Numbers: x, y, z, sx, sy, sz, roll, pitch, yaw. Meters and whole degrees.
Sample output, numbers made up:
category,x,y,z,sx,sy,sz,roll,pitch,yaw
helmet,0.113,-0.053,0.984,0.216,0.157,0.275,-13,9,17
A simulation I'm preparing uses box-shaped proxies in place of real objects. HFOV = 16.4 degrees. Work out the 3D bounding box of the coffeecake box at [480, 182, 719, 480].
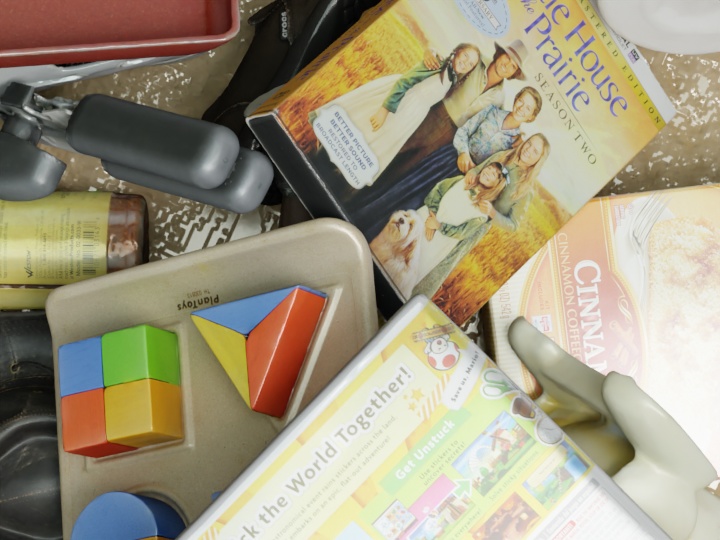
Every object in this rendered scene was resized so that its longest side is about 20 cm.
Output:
category,x,y,z,sx,sy,sz,roll,pitch,yaw
coffeecake box,0.167,0.034,1.314,0.200,0.073,0.154,-7,89,-1

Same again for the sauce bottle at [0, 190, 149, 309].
category,x,y,z,sx,sy,sz,roll,pitch,yaw
sauce bottle,-0.211,-0.012,1.312,0.200,0.066,0.066,2,89,-2

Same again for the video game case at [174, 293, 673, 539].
category,x,y,z,sx,sy,sz,roll,pitch,yaw
video game case,0.021,0.143,1.115,0.182,0.023,0.200,45,85,-2

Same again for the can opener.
category,x,y,z,sx,sy,sz,roll,pitch,yaw
can opener,-0.125,-0.055,1.256,0.053,0.200,0.066,34,74,-43

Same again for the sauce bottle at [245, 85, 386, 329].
category,x,y,z,sx,sy,sz,roll,pitch,yaw
sauce bottle,0.000,0.000,1.262,0.065,0.065,0.200,-23,111,-1

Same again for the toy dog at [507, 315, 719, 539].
category,x,y,z,sx,sy,sz,roll,pitch,yaw
toy dog,0.076,0.151,1.219,0.200,0.140,0.194,-46,126,-5

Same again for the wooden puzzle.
category,x,y,z,sx,sy,sz,roll,pitch,yaw
wooden puzzle,-0.074,0.088,1.183,0.185,0.046,0.200,-14,76,28

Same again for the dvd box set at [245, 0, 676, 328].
category,x,y,z,sx,sy,sz,roll,pitch,yaw
dvd box set,0.055,-0.076,1.236,0.200,0.029,0.146,-42,107,-28

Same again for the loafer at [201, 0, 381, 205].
category,x,y,z,sx,sy,sz,roll,pitch,yaw
loafer,-0.025,-0.131,1.311,0.071,0.073,0.200,24,73,36

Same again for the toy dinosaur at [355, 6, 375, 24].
category,x,y,z,sx,sy,sz,roll,pitch,yaw
toy dinosaur,0.027,-0.127,1.287,0.060,0.106,0.200,6,119,21

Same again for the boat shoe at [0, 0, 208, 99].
category,x,y,z,sx,sy,sz,roll,pitch,yaw
boat shoe,-0.167,-0.124,1.312,0.200,0.069,0.072,-3,89,-1

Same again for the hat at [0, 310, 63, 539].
category,x,y,z,sx,sy,sz,roll,pitch,yaw
hat,-0.172,0.114,1.286,0.200,0.081,0.201,1,98,7

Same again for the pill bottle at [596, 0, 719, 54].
category,x,y,z,sx,sy,sz,roll,pitch,yaw
pill bottle,0.165,-0.220,1.271,0.111,0.111,0.200,-3,61,-1

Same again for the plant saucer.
category,x,y,z,sx,sy,sz,roll,pitch,yaw
plant saucer,-0.164,-0.176,1.288,0.200,0.037,0.200,-5,54,0
